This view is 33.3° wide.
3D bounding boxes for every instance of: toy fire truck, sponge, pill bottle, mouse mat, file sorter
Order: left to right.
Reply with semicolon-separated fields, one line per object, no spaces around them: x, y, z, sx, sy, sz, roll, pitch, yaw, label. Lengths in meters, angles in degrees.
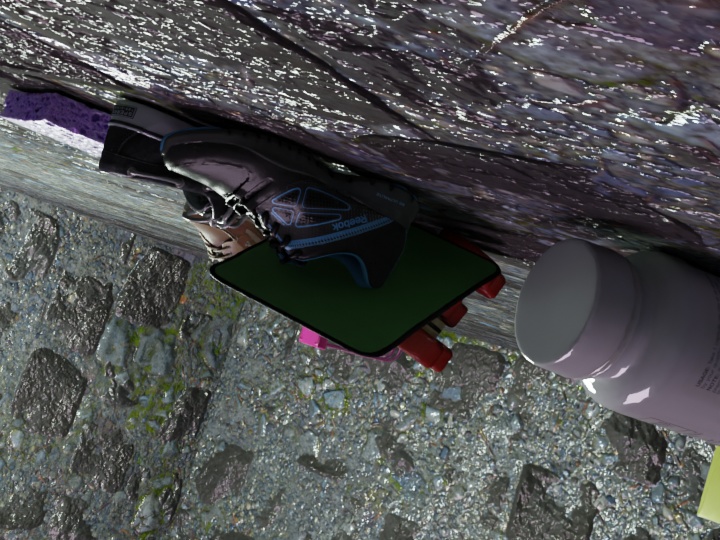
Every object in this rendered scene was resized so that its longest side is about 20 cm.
-0.206;-0.111;1.065;0.200;0.030;0.111;21;175;-35;sponge
-0.003;0.062;1.823;0.125;0.139;0.200;17;176;-10;file sorter
0.000;0.000;0.951;0.161;0.008;0.200;26;-146;26;mouse mat
0.033;0.000;1.109;0.168;0.112;0.200;36;179;12;toy fire truck
0.212;0.050;0.834;0.200;0.115;0.114;19;176;-25;pill bottle

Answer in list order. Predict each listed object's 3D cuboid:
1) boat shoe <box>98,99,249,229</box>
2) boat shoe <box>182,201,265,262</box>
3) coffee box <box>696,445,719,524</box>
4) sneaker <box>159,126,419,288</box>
-0.113;-0.069;0.950;0.199;0.068;0.074;21;175;-43;boat shoe
-0.165;-0.041;1.559;0.076;0.072;0.200;15;176;30;boat shoe
0.578;0.255;1.500;0.198;0.200;0.200;21;175;-32;coffee box
-0.055;-0.048;0.886;0.200;0.082;0.073;19;176;-14;sneaker
